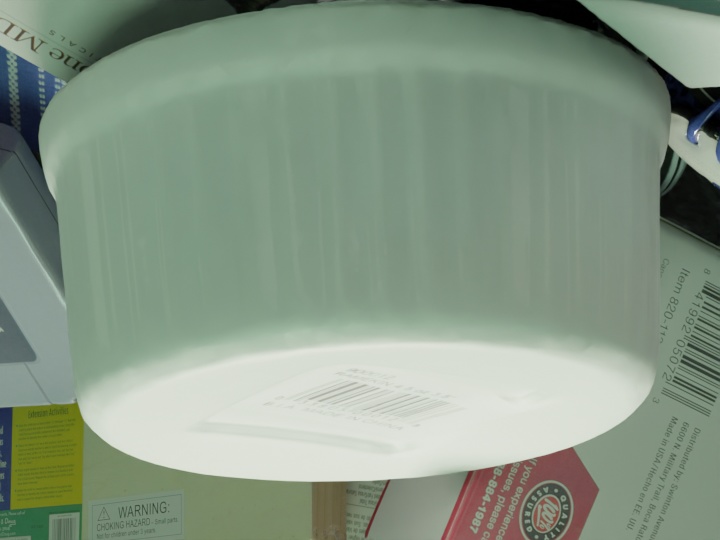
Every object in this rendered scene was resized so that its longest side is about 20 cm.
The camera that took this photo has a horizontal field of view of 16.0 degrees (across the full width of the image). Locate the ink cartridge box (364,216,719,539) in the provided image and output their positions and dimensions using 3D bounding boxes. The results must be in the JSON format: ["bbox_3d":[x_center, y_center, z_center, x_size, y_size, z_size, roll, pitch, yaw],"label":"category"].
[{"bbox_3d":[0.124,0.078,0.928,0.199,0.147,0.083,26,171,-17],"label":"ink cartridge box"}]

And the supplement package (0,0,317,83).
[{"bbox_3d":[-0.044,-0.149,0.755,0.117,0.118,0.200,28,145,-18],"label":"supplement package"}]

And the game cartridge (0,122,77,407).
[{"bbox_3d":[-0.190,-0.002,1.038,0.199,0.042,0.134,-4,123,36],"label":"game cartridge"}]

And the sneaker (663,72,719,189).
[{"bbox_3d":[0.148,-0.027,0.800,0.115,0.199,0.081,40,99,-9],"label":"sneaker"}]

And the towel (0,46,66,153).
[{"bbox_3d":[-0.143,-0.100,0.960,0.199,0.024,0.145,13,143,7],"label":"towel"}]

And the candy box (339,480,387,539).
[{"bbox_3d":[-0.006,0.063,1.016,0.199,0.103,0.026,7,178,34],"label":"candy box"}]

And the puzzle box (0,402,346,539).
[{"bbox_3d":[-0.091,0.052,1.044,0.199,0.134,0.025,-8,166,35],"label":"puzzle box"}]

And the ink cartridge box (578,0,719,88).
[{"bbox_3d":[0.127,-0.098,0.645,0.173,0.044,0.200,0,166,31],"label":"ink cartridge box"}]

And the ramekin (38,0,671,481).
[{"bbox_3d":[0.000,0.000,0.794,0.199,0.098,0.201,-2,162,-1],"label":"ramekin"}]

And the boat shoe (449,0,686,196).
[{"bbox_3d":[0.065,-0.079,0.840,0.073,0.068,0.200,6,143,20],"label":"boat shoe"}]
